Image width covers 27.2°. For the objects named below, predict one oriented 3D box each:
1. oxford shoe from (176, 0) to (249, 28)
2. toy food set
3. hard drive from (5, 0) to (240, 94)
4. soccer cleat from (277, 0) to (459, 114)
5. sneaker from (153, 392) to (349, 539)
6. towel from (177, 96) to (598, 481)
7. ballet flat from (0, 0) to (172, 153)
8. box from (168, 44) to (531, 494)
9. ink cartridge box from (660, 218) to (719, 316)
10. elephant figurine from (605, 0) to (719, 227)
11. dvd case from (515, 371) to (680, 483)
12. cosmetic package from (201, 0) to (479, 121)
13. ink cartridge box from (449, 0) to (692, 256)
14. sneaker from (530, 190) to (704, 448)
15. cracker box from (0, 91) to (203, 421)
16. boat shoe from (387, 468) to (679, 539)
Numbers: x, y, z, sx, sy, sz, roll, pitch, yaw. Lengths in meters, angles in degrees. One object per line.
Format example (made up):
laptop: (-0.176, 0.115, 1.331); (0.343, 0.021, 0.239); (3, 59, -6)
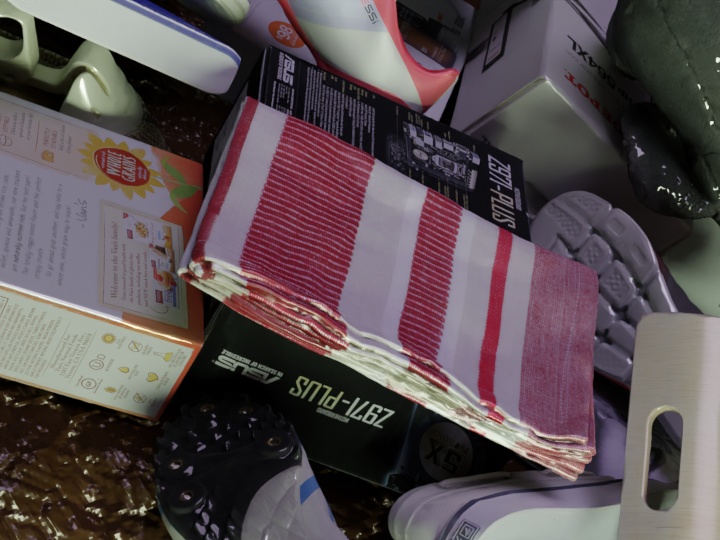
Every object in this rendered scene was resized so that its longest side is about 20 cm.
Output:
oxford shoe: (-0.104, -0.188, 0.853); (0.075, 0.058, 0.200); (42, 3, -29)
toy food set: (0.185, 0.126, 0.708); (0.200, 0.060, 0.144); (37, 52, -41)
hard drive: (-0.164, -0.152, 0.764); (0.132, 0.025, 0.200); (20, 10, -44)
soccer cleat: (-0.021, -0.167, 0.818); (0.200, 0.076, 0.067); (59, 8, -13)
sneaker: (-0.030, 0.129, 0.614); (0.072, 0.073, 0.200); (-23, 47, -18)
towel: (0.023, 0.001, 0.682); (0.199, 0.023, 0.144); (27, 36, -11)
ballet flat: (-0.171, -0.098, 0.743); (0.199, 0.075, 0.068); (25, 38, -14)
box: (0.000, 0.000, 0.756); (0.163, 0.086, 0.200); (22, 37, -17)
ink cartridge box: (0.291, -0.019, 1.016); (0.199, 0.083, 0.146); (27, 37, -10)
elephant figurine: (0.219, -0.080, 0.852); (0.154, 0.141, 0.201); (-9, 81, -18)
dvd case: (0.175, 0.105, 0.836); (0.200, 0.016, 0.149); (36, 35, 1)
cosmetic package: (-0.010, -0.146, 0.953); (0.150, 0.052, 0.200); (29, 36, -4)
ink cartridge box: (0.143, -0.107, 0.959); (0.146, 0.084, 0.200); (42, 35, -21)
sneaker: (0.167, 0.041, 0.852); (0.200, 0.077, 0.082); (54, 13, 26)
cracker box: (-0.171, -0.022, 0.669); (0.199, 0.058, 0.134); (20, 36, -21)
boat shoe: (0.096, 0.127, 0.709); (0.199, 0.072, 0.066); (3, 15, -42)
